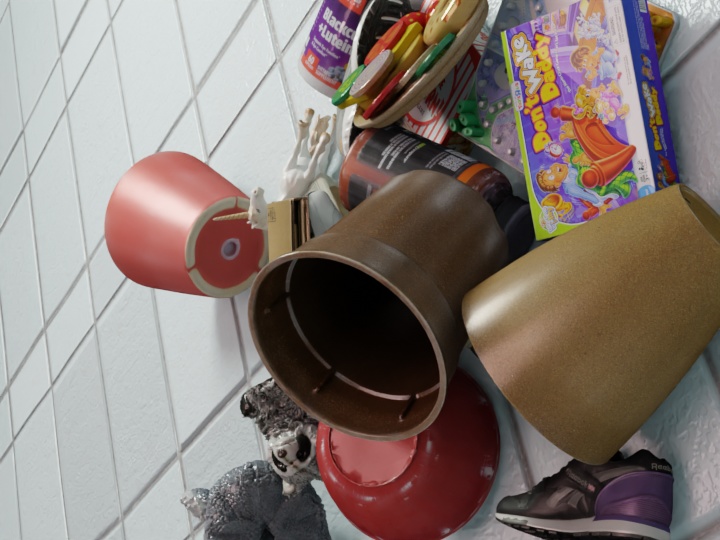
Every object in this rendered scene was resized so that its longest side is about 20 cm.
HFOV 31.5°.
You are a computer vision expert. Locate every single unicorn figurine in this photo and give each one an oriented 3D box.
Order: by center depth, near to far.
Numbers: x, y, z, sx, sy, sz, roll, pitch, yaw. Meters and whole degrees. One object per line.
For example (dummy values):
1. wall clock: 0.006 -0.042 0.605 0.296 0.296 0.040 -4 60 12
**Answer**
1. unicorn figurine: -0.078 -0.123 1.574 0.074 0.200 0.138 30 115 18

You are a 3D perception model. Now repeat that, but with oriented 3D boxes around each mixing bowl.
1. mixing bowl: 0.030 0.174 1.290 0.199 0.108 0.201 -6 74 22

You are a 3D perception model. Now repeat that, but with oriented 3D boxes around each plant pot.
1. plant pot: 0.218 0.026 1.061 0.200 0.186 0.187 -44 47 22
2. plant pot: 0.032 0.019 1.179 0.200 0.198 0.201 18 130 23
3. plant pot: -0.229 -0.052 1.775 0.177 0.200 0.201 22 104 47

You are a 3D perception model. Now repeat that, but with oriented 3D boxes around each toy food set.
1. toy food set: 0.054 -0.221 1.291 0.198 0.049 0.200 -54 17 -15

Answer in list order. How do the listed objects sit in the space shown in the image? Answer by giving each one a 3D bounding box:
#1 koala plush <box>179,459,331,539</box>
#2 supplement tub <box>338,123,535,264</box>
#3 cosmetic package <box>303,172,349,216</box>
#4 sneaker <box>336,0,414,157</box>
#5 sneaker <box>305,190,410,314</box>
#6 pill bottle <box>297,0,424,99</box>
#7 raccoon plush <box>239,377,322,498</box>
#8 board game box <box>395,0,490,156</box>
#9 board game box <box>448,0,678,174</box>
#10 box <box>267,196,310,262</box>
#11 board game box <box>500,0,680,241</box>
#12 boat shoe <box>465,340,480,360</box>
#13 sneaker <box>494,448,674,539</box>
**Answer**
1. koala plush: -0.128 0.297 1.554 0.200 0.177 0.185 -147 47 -73
2. supplement tub: 0.081 -0.071 1.304 0.200 0.107 0.107 28 111 31
3. cosmetic package: -0.030 -0.024 1.475 0.105 0.071 0.200 -55 23 16
4. sneaker: 0.008 -0.215 1.426 0.079 0.074 0.201 33 113 61
5. sneaker: 0.000 0.000 1.329 0.201 0.087 0.075 62 167 18
6. pill bottle: 0.011 -0.302 1.483 0.200 0.111 0.112 -64 37 30
7. raccoon plush: -0.047 0.174 1.482 0.097 0.200 0.134 -31 83 39
8. board game box: 0.081 -0.187 1.414 0.200 0.046 0.152 -61 39 32
9. board game box: 0.185 -0.186 1.225 0.200 0.026 0.201 37 117 38
10. box: -0.078 0.006 1.378 0.200 0.021 0.164 -173 80 -79
11. board game box: 0.207 -0.137 1.153 0.134 0.045 0.201 -15 81 44
12. boat shoe: 0.176 0.037 1.222 0.072 0.072 0.200 54 129 7
13. sneaker: 0.205 0.200 1.149 0.200 0.076 0.088 -11 61 53
